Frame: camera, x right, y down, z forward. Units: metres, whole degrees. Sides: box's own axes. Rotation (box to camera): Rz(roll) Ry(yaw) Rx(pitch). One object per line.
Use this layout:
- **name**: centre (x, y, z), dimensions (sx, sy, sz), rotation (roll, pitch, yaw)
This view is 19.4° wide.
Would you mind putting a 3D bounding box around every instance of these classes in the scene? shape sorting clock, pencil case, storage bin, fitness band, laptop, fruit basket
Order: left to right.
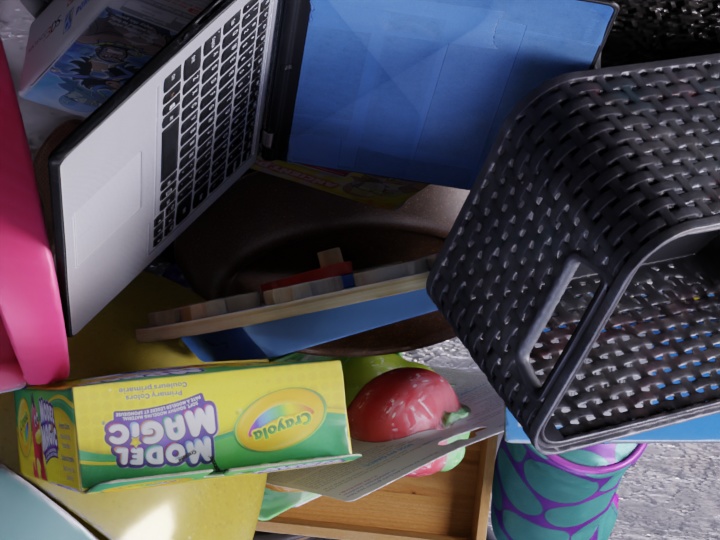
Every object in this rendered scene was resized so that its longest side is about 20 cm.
- **fitness band**: centre (-0.160, -0.033, 0.926), dimensions (0.037, 0.200, 0.144), rotation (-10, 123, -13)
- **laptop**: centre (-0.017, -0.038, 0.868), dimensions (0.116, 0.200, 0.187), rotation (41, 160, 11)
- **shape sorting clock**: centre (-0.010, 0.009, 1.005), dimensions (0.200, 0.039, 0.200), rotation (-15, -178, 0)
- **fruit basket**: centre (0.003, 0.095, 1.215), dimensions (0.185, 0.094, 0.200), rotation (-22, -159, -37)
- **pencil case**: centre (0.135, 0.124, 1.363), dimensions (0.092, 0.085, 0.200), rotation (-16, 157, -9)
- **storage bin**: centre (0.145, -0.013, 0.902), dimensions (0.200, 0.094, 0.135), rotation (-11, 142, -35)

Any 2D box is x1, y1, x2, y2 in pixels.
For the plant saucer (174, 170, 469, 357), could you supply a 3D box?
- **plant saucer**: centre (0.000, 0.000, 1.133), dimensions (0.200, 0.035, 0.200), rotation (-2, 154, -1)

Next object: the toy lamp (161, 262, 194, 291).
- **toy lamp**: centre (-0.186, -0.002, 1.170), dimensions (0.200, 0.058, 0.058), rotation (13, 155, -19)

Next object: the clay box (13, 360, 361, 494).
- **clay box**: centre (-0.079, 0.066, 0.914), dimensions (0.115, 0.048, 0.200), rotation (-5, 178, -18)

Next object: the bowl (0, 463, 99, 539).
- **bowl**: centre (-0.214, 0.160, 1.059), dimensions (0.201, 0.105, 0.201), rotation (29, 159, 12)

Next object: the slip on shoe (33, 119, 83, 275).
- **slip on shoe**: centre (-0.128, -0.040, 0.995), dimensions (0.061, 0.076, 0.200), rotation (45, -179, -5)

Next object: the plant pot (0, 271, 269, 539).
- **plant pot**: centre (-0.125, 0.085, 1.109), dimensions (0.200, 0.142, 0.200), rotation (29, 159, 13)

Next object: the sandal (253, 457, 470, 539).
- **sandal**: centre (-0.016, 0.139, 1.446), dimensions (0.200, 0.082, 0.055), rotation (-14, 131, 32)

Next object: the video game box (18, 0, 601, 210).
- **video game box**: centre (-0.025, -0.098, 0.929), dimensions (0.200, 0.047, 0.182), rotation (17, 152, -25)

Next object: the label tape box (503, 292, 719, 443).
- **label tape box**: centre (0.149, 0.046, 1.096), dimensions (0.144, 0.063, 0.200), rotation (0, -177, 6)

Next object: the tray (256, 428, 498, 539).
- **tray**: centre (-0.014, 0.123, 1.370), dimensions (0.200, 0.099, 0.037), rotation (7, -179, -3)
